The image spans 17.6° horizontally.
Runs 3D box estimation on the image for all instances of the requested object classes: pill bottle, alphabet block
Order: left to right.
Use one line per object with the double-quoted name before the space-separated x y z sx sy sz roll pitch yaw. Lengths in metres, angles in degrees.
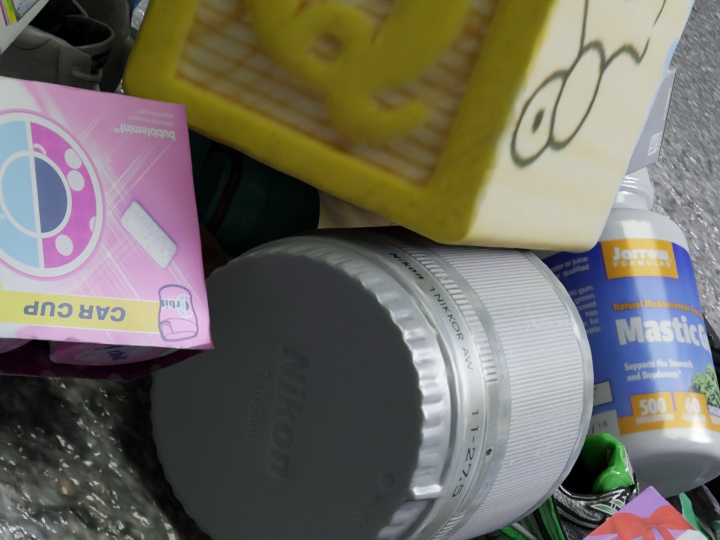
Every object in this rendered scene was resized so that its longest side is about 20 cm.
"alphabet block" 0.035 -0.130 1.131 0.196 0.196 0.200 23 7 22
"pill bottle" 0.151 0.032 1.403 0.112 0.112 0.201 17 57 -49

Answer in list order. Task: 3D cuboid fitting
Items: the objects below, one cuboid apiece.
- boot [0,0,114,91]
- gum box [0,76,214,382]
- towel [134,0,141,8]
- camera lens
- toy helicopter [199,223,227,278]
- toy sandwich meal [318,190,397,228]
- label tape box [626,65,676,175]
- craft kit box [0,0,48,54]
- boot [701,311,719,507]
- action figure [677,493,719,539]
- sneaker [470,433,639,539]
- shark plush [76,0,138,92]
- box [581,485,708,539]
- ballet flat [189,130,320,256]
"boot" -0.149 -0.079 1.161 0.200 0.096 0.074 33 25 -34
"gum box" -0.163 -0.019 0.983 0.199 0.066 0.114 6 71 -43
"towel" -0.200 -0.207 1.269 0.200 0.112 0.049 34 24 -26
"camera lens" 0.011 0.059 1.125 0.160 0.160 0.200 52 23 16
"toy helicopter" -0.151 -0.020 1.078 0.199 0.079 0.133 22 52 -25
"toy sandwich meal" 0.000 0.000 1.336 0.205 0.070 0.206 36 28 -22
"label tape box" 0.073 -0.093 1.328 0.144 0.064 0.200 22 24 26
"craft kit box" -0.196 -0.200 1.096 0.199 0.049 0.198 18 51 26
"boot" 0.215 0.070 1.524 0.199 0.073 0.163 58 4 32
"action figure" 0.225 0.212 1.387 0.118 0.055 0.200 44 26 -12
"sneaker" 0.135 0.144 1.298 0.200 0.085 0.078 31 26 -33
"shark plush" -0.157 -0.167 1.222 0.083 0.090 0.201 -94 175 -56
"box" 0.133 0.203 1.141 0.137 0.039 0.200 43 43 17
"ballet flat" -0.061 -0.041 1.219 0.070 0.068 0.200 24 6 -17
